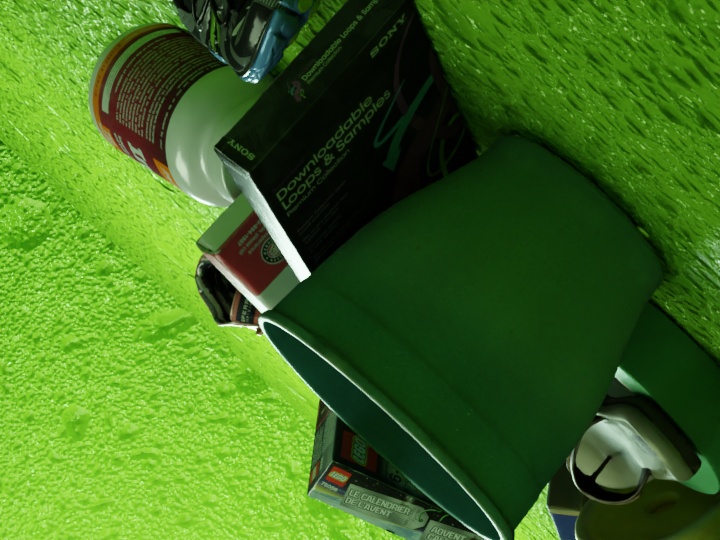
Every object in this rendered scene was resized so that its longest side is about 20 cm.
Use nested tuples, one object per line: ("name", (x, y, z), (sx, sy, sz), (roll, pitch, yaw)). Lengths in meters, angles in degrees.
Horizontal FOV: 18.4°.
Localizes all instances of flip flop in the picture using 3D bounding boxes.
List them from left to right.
("flip flop", (0.170, 0.126, 1.478), (0.081, 0.058, 0.200), (43, 171, -5))

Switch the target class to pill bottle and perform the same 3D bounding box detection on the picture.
("pill bottle", (-0.122, -0.117, 1.736), (0.200, 0.113, 0.113), (32, 166, 50))

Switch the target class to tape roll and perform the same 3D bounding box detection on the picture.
("tape roll", (0.180, 0.067, 1.504), (0.200, 0.048, 0.200), (41, 171, 8))

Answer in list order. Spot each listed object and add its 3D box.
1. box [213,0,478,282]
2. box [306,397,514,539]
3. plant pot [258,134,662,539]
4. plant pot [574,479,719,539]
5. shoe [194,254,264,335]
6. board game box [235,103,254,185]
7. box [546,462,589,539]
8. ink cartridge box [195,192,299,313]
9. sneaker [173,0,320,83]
("box", (-0.003, -0.071, 1.347), (0.036, 0.143, 0.200), (35, 169, 29))
("box", (0.040, 0.099, 1.497), (0.137, 0.040, 0.200), (25, -144, -14))
("plant pot", (0.075, 0.030, 1.334), (0.200, 0.188, 0.200), (42, 171, 8))
("plant pot", (0.250, 0.238, 1.598), (0.189, 0.200, 0.201), (63, 164, -18))
("shoe", (-0.056, 0.036, 1.775), (0.200, 0.091, 0.072), (41, 130, 51))
("board game box", (0.007, -0.059, 1.540), (0.200, 0.039, 0.158), (45, 137, -15))
("box", (0.173, 0.153, 1.722), (0.032, 0.122, 0.200), (4, 160, 11))
("ink cartridge box", (0.000, 0.000, 1.644), (0.200, 0.148, 0.086), (46, 173, -17))
("sneaker", (-0.086, -0.174, 1.454), (0.083, 0.071, 0.200), (40, 176, -21))
